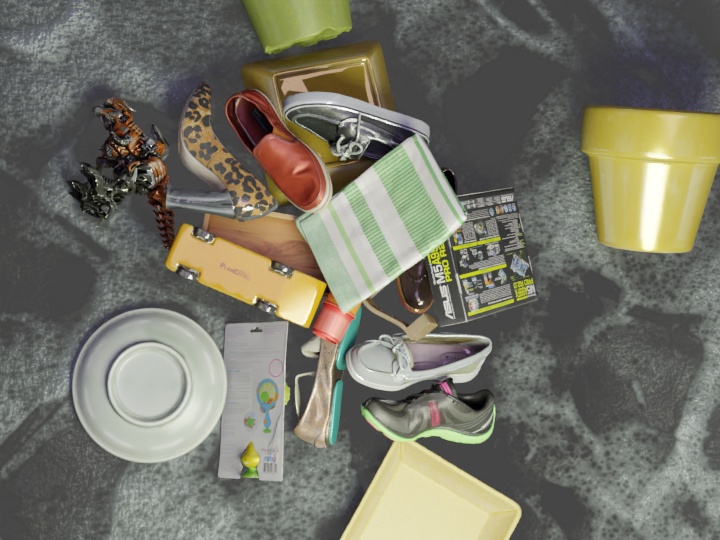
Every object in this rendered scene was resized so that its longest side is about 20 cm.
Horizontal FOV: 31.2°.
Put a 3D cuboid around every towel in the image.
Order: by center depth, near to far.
[{"bbox_3d":[0.025,-0.063,1.621,0.200,0.023,0.153,-35,63,13],"label":"towel"}]

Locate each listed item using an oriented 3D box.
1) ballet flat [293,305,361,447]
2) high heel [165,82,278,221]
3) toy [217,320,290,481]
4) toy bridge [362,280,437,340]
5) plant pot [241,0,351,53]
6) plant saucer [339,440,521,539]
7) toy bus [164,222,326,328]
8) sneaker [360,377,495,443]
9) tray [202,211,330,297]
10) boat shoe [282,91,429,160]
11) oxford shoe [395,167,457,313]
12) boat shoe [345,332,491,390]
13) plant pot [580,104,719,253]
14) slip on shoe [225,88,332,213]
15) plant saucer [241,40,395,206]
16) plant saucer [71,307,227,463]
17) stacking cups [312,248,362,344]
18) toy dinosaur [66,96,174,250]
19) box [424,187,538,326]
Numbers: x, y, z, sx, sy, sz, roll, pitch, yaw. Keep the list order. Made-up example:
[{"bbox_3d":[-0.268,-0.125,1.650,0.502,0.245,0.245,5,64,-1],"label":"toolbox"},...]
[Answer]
[{"bbox_3d":[-0.050,0.130,1.694,0.067,0.068,0.201,9,79,14],"label":"ballet flat"},{"bbox_3d":[-0.169,-0.155,1.682,0.142,0.071,0.201,7,63,-2],"label":"high heel"},{"bbox_3d":[-0.128,0.170,1.667,0.047,0.115,0.201,15,75,-49],"label":"toy"},{"bbox_3d":[0.024,0.012,1.707,0.067,0.027,0.200,-42,65,20],"label":"toy bridge"},{"bbox_3d":[-0.094,-0.392,1.692,0.199,0.200,0.191,-16,97,-13],"label":"plant pot"},{"bbox_3d":[0.082,0.351,1.700,0.199,0.048,0.201,31,78,-6],"label":"plant saucer"},{"bbox_3d":[-0.145,0.006,1.637,0.199,0.078,0.065,23,89,-3],"label":"toy bus"},{"bbox_3d":[0.089,0.177,1.690,0.199,0.077,0.084,4,114,-29],"label":"sneaker"},{"bbox_3d":[-0.111,-0.026,1.696,0.199,0.037,0.099,10,89,-4],"label":"tray"},{"bbox_3d":[-0.007,-0.174,1.668,0.198,0.074,0.068,15,66,-18],"label":"boat shoe"},{"bbox_3d":[0.091,-0.043,1.735,0.071,0.073,0.201,9,82,-11],"label":"oxford shoe"},{"bbox_3d":[0.077,0.112,1.694,0.201,0.065,0.075,3,54,-24],"label":"boat shoe"},{"bbox_3d":[0.397,-0.126,1.757,0.200,0.201,0.190,1,99,-11],"label":"plant pot"},{"bbox_3d":[-0.109,-0.153,1.658,0.074,0.061,0.200,-44,73,25],"label":"slip on shoe"},{"bbox_3d":[-0.042,-0.205,1.734,0.199,0.048,0.201,-13,85,-13],"label":"plant saucer"},{"bbox_3d":[-0.269,0.146,1.647,0.199,0.050,0.201,1,84,-8],"label":"plant saucer"},{"bbox_3d":[0.000,0.000,1.666,0.060,0.060,0.201,28,83,-7],"label":"stacking cups"},{"bbox_3d":[-0.295,-0.125,1.662,0.135,0.102,0.200,-28,67,-29],"label":"toy dinosaur"},{"bbox_3d":[0.155,-0.021,1.696,0.200,0.044,0.161,-13,91,-54],"label":"box"}]
